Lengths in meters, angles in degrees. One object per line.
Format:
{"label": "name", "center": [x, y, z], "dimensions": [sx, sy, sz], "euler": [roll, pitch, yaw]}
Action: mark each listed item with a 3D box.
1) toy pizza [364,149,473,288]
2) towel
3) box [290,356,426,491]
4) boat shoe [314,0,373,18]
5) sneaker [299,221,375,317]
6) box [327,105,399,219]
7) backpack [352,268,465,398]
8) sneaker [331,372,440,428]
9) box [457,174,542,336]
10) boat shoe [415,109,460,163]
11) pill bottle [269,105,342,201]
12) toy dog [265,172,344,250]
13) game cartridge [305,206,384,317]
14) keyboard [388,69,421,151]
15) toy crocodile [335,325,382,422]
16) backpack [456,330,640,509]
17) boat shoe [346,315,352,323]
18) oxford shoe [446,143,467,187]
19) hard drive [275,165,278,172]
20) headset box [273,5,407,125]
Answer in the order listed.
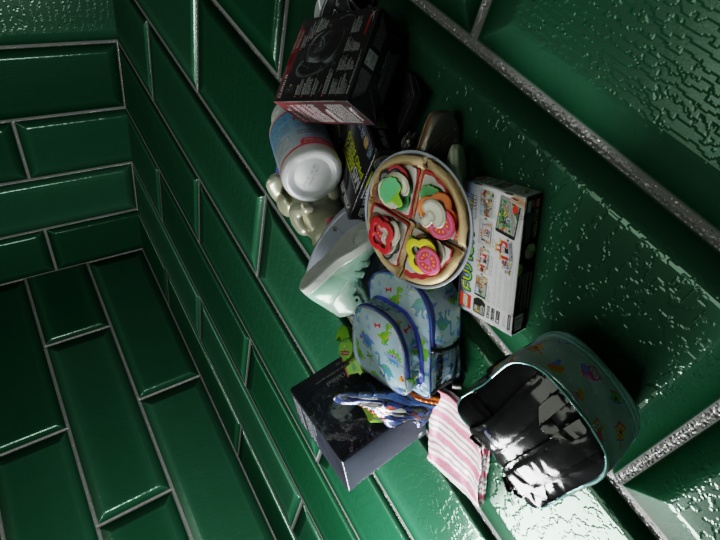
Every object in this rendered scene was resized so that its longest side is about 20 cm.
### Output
{"label": "toy pizza", "center": [0.073, -0.069, 0.751], "dimensions": [0.198, 0.031, 0.204], "euler": [20, 119, 40]}
{"label": "towel", "center": [0.172, 0.316, 0.949], "dimensions": [0.146, 0.030, 0.204], "euler": [32, 132, 49]}
{"label": "box", "center": [-0.004, 0.280, 1.037], "dimensions": [0.200, 0.195, 0.119], "euler": [41, 151, 40]}
{"label": "boat shoe", "center": [-0.010, -0.430, 0.823], "dimensions": [0.200, 0.071, 0.069], "euler": [-37, 72, 51]}
{"label": "sneaker", "center": [0.000, 0.000, 0.924], "dimensions": [0.200, 0.118, 0.074], "euler": [-39, 29, 20]}
{"label": "box", "center": [-0.002, -0.215, 0.886], "dimensions": [0.161, 0.043, 0.203], "euler": [118, 144, -51]}
{"label": "backpack", "center": [0.077, 0.094, 0.874], "dimensions": [0.182, 0.145, 0.204], "euler": [26, 124, 47]}
{"label": "sneaker", "center": [0.044, 0.231, 0.893], "dimensions": [0.075, 0.196, 0.080], "euler": [-140, 63, -72]}
{"label": "box", "center": [0.190, -0.022, 0.733], "dimensions": [0.110, 0.034, 0.204], "euler": [32, 131, 48]}
{"label": "boat shoe", "center": [0.094, -0.147, 0.791], "dimensions": [0.072, 0.075, 0.203], "euler": [47, 139, 41]}
{"label": "pill bottle", "center": [-0.107, -0.228, 0.949], "dimensions": [0.110, 0.107, 0.202], "euler": [103, 154, -42]}
{"label": "toy dog", "center": [-0.083, -0.100, 1.049], "dimensions": [0.201, 0.138, 0.196], "euler": [51, 153, 30]}
{"label": "game cartridge", "center": [-0.026, -0.015, 0.975], "dimensions": [0.202, 0.131, 0.041], "euler": [-60, 10, 30]}
{"label": "keyboard", "center": [0.057, -0.205, 0.840], "dimensions": [0.201, 0.020, 0.129], "euler": [115, 156, -51]}
{"label": "toy crocodile", "center": [-0.001, 0.191, 0.983], "dimensions": [0.062, 0.067, 0.203], "euler": [-40, 57, 30]}
{"label": "backpack", "center": [0.238, 0.175, 0.642], "dimensions": [0.177, 0.151, 0.201], "euler": [55, 155, 22]}
{"label": "boat shoe", "center": [-0.016, 0.061, 1.080], "dimensions": [0.201, 0.074, 0.062], "euler": [50, 159, 16]}
{"label": "oxford shoe", "center": [0.124, -0.084, 0.767], "dimensions": [0.057, 0.075, 0.203], "euler": [12, 124, 21]}
{"label": "hard drive", "center": [-0.147, -0.255, 1.178], "dimensions": [0.132, 0.025, 0.202], "euler": [52, 144, 31]}
{"label": "headset box", "center": [-0.042, -0.316, 0.824], "dimensions": [0.198, 0.077, 0.151], "euler": [15, 84, 44]}
